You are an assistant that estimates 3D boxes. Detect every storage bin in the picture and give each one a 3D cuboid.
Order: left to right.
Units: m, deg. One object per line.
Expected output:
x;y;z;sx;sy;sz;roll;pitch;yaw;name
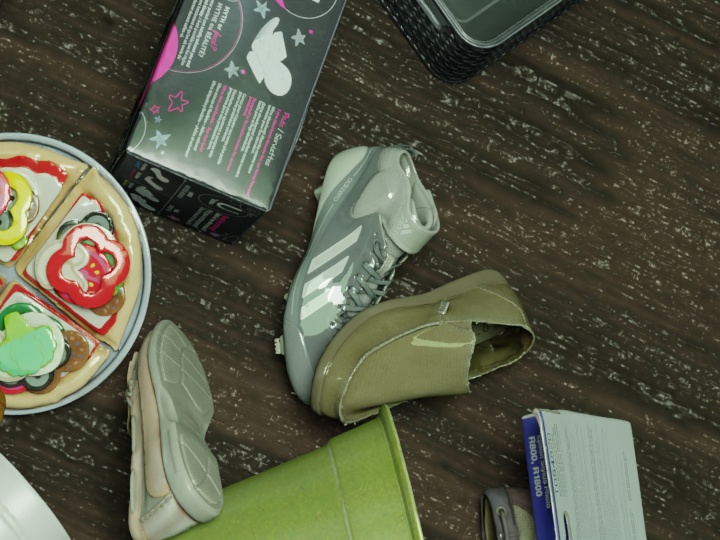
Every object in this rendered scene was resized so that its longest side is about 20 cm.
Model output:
0.114;-0.257;1.572;0.199;0.094;0.136;-35;87;-18;storage bin

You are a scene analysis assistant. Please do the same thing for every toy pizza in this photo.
-0.248;0.003;1.438;0.198;0.032;0.202;0;92;-3;toy pizza

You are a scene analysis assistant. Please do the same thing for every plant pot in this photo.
-0.050;0.211;1.400;0.188;0.200;0.202;-12;81;-2;plant pot

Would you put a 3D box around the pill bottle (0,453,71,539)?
-0.299;0.218;1.364;0.200;0.116;0.117;-41;89;-17;pill bottle

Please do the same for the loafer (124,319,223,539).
-0.141;0.110;1.407;0.063;0.201;0.072;-33;123;12;loafer

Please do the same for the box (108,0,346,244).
-0.095;-0.139;1.478;0.114;0.132;0.202;23;75;-10;box

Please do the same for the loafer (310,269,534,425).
0.050;0.058;1.471;0.199;0.077;0.067;-28;46;-32;loafer

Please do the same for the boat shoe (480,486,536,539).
0.108;0.255;1.475;0.064;0.072;0.202;8;73;-6;boat shoe

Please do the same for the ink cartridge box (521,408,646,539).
0.158;0.202;1.441;0.040;0.200;0.202;-11;78;24;ink cartridge box

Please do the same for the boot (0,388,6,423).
-0.334;0.118;1.356;0.200;0.144;0.071;-24;78;-9;boot

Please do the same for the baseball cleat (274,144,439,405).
0.000;0.000;1.484;0.069;0.106;0.202;23;70;-47;baseball cleat
